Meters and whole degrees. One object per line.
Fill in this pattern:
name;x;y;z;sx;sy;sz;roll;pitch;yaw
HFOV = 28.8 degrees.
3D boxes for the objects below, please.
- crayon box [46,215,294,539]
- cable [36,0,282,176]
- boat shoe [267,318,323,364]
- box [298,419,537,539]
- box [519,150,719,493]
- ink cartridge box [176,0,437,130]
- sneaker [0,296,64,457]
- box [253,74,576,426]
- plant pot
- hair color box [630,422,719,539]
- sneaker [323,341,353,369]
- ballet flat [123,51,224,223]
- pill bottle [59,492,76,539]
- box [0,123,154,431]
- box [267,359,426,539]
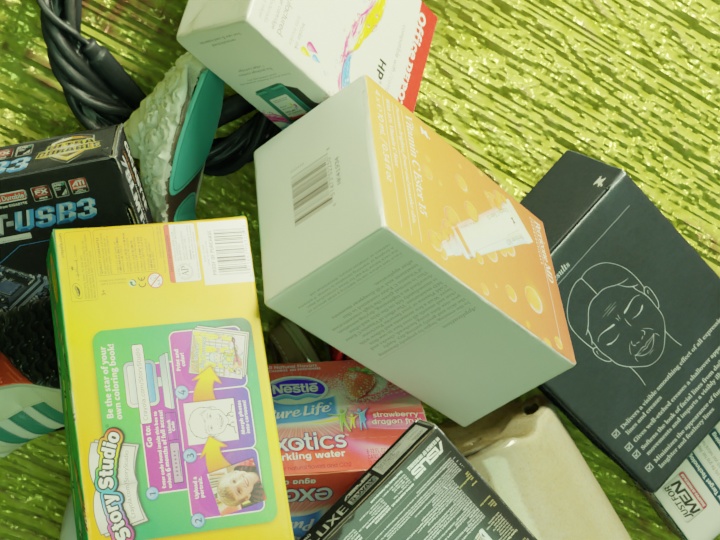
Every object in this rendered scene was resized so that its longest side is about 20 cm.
crayon box;-0.114;0.074;0.821;0.117;0.058;0.203;-4;75;-18
cable;-0.129;-0.155;0.955;0.197;0.051;0.165;15;103;-21
boat shoe;-0.040;0.134;1.029;0.064;0.071;0.203;-19;108;-11
box;0.022;0.216;0.835;0.200;0.050;0.158;-44;98;-11
box;0.187;0.037;1.050;0.149;0.107;0.200;-46;111;-1
ink cartridge box;-0.018;-0.147;0.916;0.199;0.067;0.118;37;59;-41
sneaker;-0.211;0.073;0.894;0.197;0.094;0.071;-12;62;-8
box;0.035;-0.007;0.892;0.097;0.126;0.199;-31;136;27
plant pot;0.116;0.202;1.039;0.198;0.200;0.186;-24;96;-8
hair color box;0.307;0.118;1.126;0.199;0.061;0.100;-40;109;-4
sneaker;0.000;0.000;0.982;0.077;0.116;0.203;-16;107;-5
ballet flat;-0.138;-0.061;0.933;0.071;0.072;0.202;3;124;-16
pill bottle;-0.107;0.210;0.983;0.197;0.113;0.114;6;102;0
box;-0.224;0.017;0.912;0.197;0.050;0.201;-11;123;3
box;-0.057;0.128;0.922;0.197;0.103;0.096;-3;131;-10
